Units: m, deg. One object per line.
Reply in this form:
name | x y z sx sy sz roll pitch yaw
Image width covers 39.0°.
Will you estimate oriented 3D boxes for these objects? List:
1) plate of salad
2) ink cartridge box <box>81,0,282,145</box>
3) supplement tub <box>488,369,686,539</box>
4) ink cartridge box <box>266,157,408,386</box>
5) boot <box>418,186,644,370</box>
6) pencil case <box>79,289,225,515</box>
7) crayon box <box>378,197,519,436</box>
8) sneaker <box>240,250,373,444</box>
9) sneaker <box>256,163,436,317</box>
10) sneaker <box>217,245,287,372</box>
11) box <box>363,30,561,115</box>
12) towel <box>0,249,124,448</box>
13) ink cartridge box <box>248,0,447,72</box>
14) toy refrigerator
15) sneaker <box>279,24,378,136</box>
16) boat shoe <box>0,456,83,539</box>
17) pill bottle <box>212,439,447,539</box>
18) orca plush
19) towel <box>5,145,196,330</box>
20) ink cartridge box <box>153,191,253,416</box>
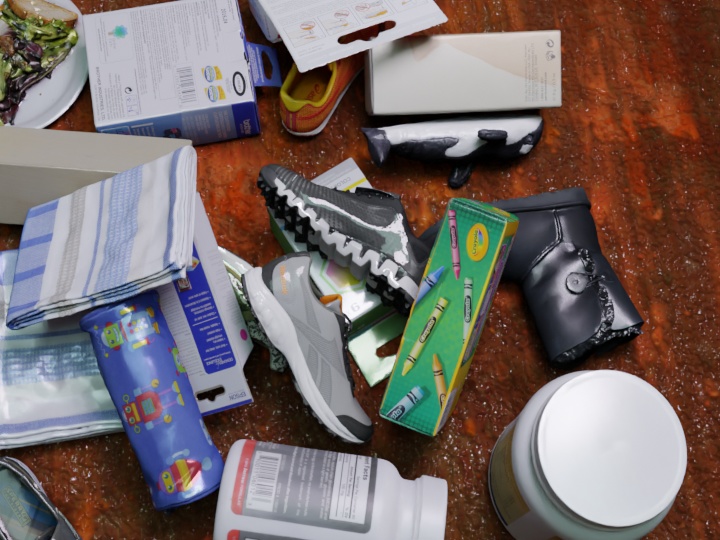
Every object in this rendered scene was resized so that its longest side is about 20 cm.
plate of salad | -0.389 -0.234 1.089 0.196 0.048 0.204 1 71 -3
ink cartridge box | -0.183 -0.207 1.072 0.196 0.077 0.139 -11 71 -4
supplement tub | 0.194 0.172 0.887 0.141 0.201 0.147 1 70 -2
ink cartridge box | 0.000 0.000 1.015 0.103 0.059 0.202 -30 74 -12
boot | 0.168 0.016 1.006 0.196 0.077 0.171 -12 68 -13
pencil case | -0.187 0.120 0.933 0.077 0.087 0.203 -22 89 6
crayon box | 0.084 0.038 0.931 0.057 0.119 0.204 20 98 12
sneaker | -0.034 0.075 0.941 0.078 0.074 0.202 -29 108 -1
sneaker | -0.006 -0.048 0.968 0.199 0.067 0.091 37 70 6
sneaker | -0.133 0.031 0.997 0.198 0.077 0.090 29 82 11
box | 0.104 -0.205 1.063 0.196 0.095 0.079 -3 99 -5
towel | -0.294 0.068 0.992 0.144 0.024 0.204 -6 71 -5
ink cartridge box | -0.017 -0.265 1.041 0.160 0.051 0.201 -20 50 -9
toy refrigerator | -0.268 -0.092 1.020 0.196 0.077 0.071 3 42 -1
sneaker | -0.027 -0.237 1.088 0.072 0.077 0.203 19 66 5
boat shoe | -0.286 0.252 0.917 0.068 0.057 0.200 -39 76 -15
pill bottle | -0.026 0.222 0.907 0.196 0.116 0.118 8 70 0
orca plush | 0.099 -0.117 1.053 0.197 0.105 0.073 -13 111 -31
towel | -0.236 -0.031 0.927 0.197 0.024 0.149 -17 52 19
ink cartridge box | -0.163 0.036 0.967 0.093 0.037 0.204 -18 90 31
